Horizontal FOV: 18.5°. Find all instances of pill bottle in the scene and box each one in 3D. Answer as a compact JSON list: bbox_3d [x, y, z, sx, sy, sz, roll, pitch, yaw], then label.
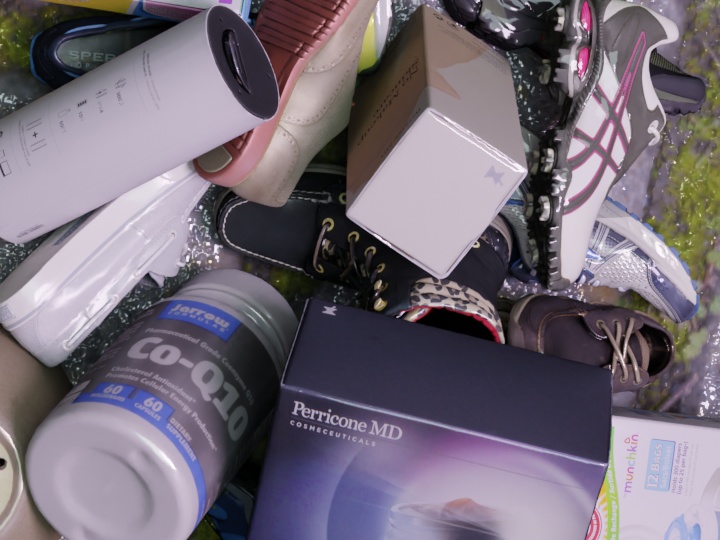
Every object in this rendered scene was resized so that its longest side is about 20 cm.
[{"bbox_3d":[-0.117,0.086,1.400,0.114,0.200,0.114,11,122,18],"label":"pill bottle"}]

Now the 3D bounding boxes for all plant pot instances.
[{"bbox_3d":[-0.264,0.122,1.401,0.200,0.134,0.200,-1,92,-15],"label":"plant pot"}]

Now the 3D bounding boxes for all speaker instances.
[{"bbox_3d":[-0.152,-0.091,1.395,0.200,0.081,0.081,-25,101,23],"label":"speaker"}]

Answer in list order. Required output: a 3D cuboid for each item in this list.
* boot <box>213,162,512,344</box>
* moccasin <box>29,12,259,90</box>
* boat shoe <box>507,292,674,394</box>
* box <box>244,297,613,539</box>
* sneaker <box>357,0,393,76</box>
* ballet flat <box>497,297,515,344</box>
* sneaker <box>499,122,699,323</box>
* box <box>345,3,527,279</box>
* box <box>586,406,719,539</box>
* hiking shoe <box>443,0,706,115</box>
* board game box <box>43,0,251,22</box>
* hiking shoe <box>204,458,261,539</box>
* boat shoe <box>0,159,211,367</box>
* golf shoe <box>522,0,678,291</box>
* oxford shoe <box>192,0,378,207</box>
[{"bbox_3d":[0.001,-0.001,1.440,0.203,0.154,0.074,9,118,-3],"label":"boot"},{"bbox_3d":[-0.115,-0.132,1.460,0.200,0.068,0.081,-6,95,-15],"label":"moccasin"},{"bbox_3d":[0.156,0.048,1.469,0.073,0.200,0.075,-5,91,26],"label":"boat shoe"},{"bbox_3d":[0.034,0.147,1.357,0.200,0.123,0.198,13,116,1],"label":"box"},{"bbox_3d":[-0.037,-0.221,1.478,0.090,0.078,0.200,-18,89,-9],"label":"sneaker"},{"bbox_3d":[0.037,0.090,1.493,0.200,0.046,0.067,-35,102,-8],"label":"ballet flat"},{"bbox_3d":[0.145,-0.019,1.540,0.200,0.077,0.085,38,90,-5],"label":"sneaker"},{"bbox_3d":[0.047,-0.087,1.429,0.078,0.200,0.095,33,110,-14],"label":"box"},{"bbox_3d":[0.192,0.152,1.509,0.200,0.101,0.113,8,91,-16],"label":"box"},{"bbox_3d":[0.162,-0.178,1.527,0.200,0.076,0.101,26,90,-14],"label":"hiking shoe"},{"bbox_3d":[-0.160,-0.244,1.418,0.200,0.040,0.153,10,83,1],"label":"board game box"},{"bbox_3d":[-0.067,0.194,1.489,0.200,0.074,0.087,43,94,-6],"label":"hiking shoe"},{"bbox_3d":[-0.150,-0.017,1.443,0.200,0.072,0.069,-46,111,-29],"label":"boat shoe"},{"bbox_3d":[0.158,-0.082,1.462,0.088,0.077,0.200,7,94,-9],"label":"golf shoe"},{"bbox_3d":[-0.031,-0.134,1.435,0.074,0.071,0.200,31,95,-42],"label":"oxford shoe"}]
